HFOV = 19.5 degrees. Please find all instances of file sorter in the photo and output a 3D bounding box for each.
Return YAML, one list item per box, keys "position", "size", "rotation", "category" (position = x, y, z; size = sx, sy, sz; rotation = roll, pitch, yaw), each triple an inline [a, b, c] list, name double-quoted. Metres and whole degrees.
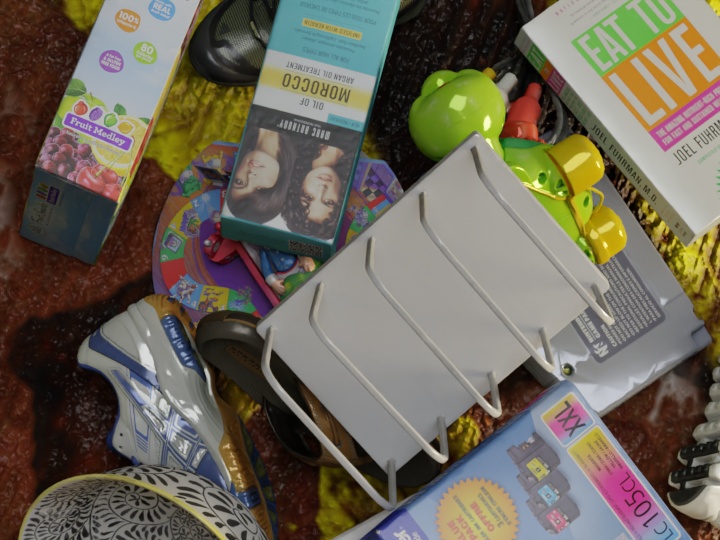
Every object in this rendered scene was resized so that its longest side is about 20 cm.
- position: [0.047, 0.037, 1.355]
  size: [0.200, 0.125, 0.139]
  rotation: [-41, 100, 10]
  category: "file sorter"

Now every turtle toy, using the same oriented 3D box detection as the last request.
- position: [0.093, -0.054, 1.464]
  size: [0.145, 0.201, 0.101]
  rotation: [-31, 45, -6]
  category: "turtle toy"

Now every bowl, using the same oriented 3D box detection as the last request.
- position: [-0.122, 0.202, 1.398]
  size: [0.201, 0.201, 0.094]
  rotation: [44, 38, 4]
  category: "bowl"

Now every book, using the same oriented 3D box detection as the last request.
- position: [0.225, -0.131, 1.551]
  size: [0.133, 0.048, 0.200]
  rotation: [-35, 78, -22]
  category: "book"

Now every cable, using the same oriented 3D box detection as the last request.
- position: [0.127, -0.157, 1.571]
  size: [0.096, 0.050, 0.201]
  rotation: [15, 65, 23]
  category: "cable"

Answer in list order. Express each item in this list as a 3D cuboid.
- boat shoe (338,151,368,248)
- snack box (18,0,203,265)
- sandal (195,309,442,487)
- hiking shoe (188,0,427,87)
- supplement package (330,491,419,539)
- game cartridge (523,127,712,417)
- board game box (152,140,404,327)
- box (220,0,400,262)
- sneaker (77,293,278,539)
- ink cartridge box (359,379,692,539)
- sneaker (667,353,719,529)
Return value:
- position: [0.000, 0.000, 1.516]
  size: [0.062, 0.072, 0.202]
  rotation: [-30, 64, 27]
  category: "boat shoe"
- position: [-0.169, -0.124, 1.464]
  size: [0.067, 0.169, 0.201]
  rotation: [23, 71, -7]
  category: "snack box"
- position: [-0.034, 0.099, 1.455]
  size: [0.199, 0.082, 0.055]
  rotation: [36, 50, -18]
  category: "sandal"
- position: [-0.035, -0.202, 1.546]
  size: [0.199, 0.101, 0.076]
  rotation: [-25, 79, -17]
  category: "hiking shoe"
- position: [0.068, 0.207, 1.440]
  size: [0.199, 0.121, 0.120]
  rotation: [-26, 81, -16]
  category: "supplement package"
- position: [0.154, 0.004, 1.559]
  size: [0.132, 0.041, 0.201]
  rotation: [-30, 82, -20]
  category: "game cartridge"
- position: [-0.062, -0.010, 1.475]
  size: [0.198, 0.039, 0.160]
  rotation: [8, 84, 18]
  category: "board game box"
- position: [-0.034, -0.113, 1.452]
  size: [0.081, 0.049, 0.202]
  rotation: [14, 75, 2]
  category: "box"
- position: [-0.127, 0.121, 1.466]
  size: [0.088, 0.075, 0.201]
  rotation: [-27, 83, 7]
  category: "sneaker"
- position: [0.092, 0.186, 1.349]
  size: [0.199, 0.076, 0.137]
  rotation: [-37, 84, -16]
  category: "ink cartridge box"
- position: [0.298, 0.104, 1.546]
  size: [0.081, 0.075, 0.201]
  rotation: [32, 73, -15]
  category: "sneaker"
